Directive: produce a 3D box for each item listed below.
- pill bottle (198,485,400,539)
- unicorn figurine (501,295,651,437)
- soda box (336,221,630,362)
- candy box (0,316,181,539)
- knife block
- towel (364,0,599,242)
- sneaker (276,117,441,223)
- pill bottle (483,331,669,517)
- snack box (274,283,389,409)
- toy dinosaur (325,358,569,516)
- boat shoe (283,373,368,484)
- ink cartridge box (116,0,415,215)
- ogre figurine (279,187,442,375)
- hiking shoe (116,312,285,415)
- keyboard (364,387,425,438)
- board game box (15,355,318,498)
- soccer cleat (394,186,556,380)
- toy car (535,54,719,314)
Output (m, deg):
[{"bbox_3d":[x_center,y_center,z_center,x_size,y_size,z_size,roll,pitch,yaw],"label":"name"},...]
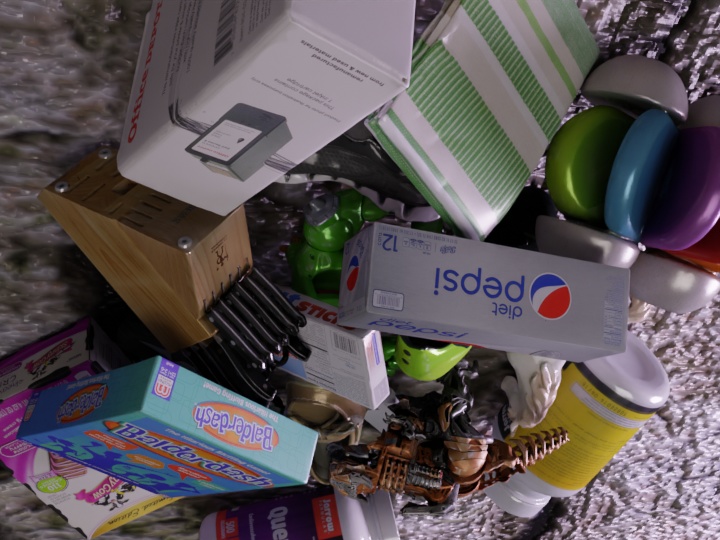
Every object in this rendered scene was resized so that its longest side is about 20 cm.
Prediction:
[{"bbox_3d":[-0.060,0.287,1.013,0.199,0.113,0.113,-14,130,-3],"label":"pill bottle"},{"bbox_3d":[0.166,0.053,0.864,0.200,0.138,0.074,-34,166,30],"label":"unicorn figurine"},{"bbox_3d":[0.088,0.019,0.695,0.199,0.064,0.068,10,166,-18],"label":"soda box"},{"bbox_3d":[-0.247,0.149,0.890,0.136,0.061,0.200,-26,130,7],"label":"candy box"},{"bbox_3d":[-0.134,0.017,0.735,0.200,0.064,0.176,23,138,24],"label":"knife block"},{"bbox_3d":[0.092,-0.132,0.687,0.153,0.023,0.200,46,66,-38],"label":"towel"},{"bbox_3d":[-0.018,-0.100,0.707,0.199,0.067,0.091,17,146,-5],"label":"sneaker"},{"bbox_3d":[0.200,0.149,0.962,0.112,0.112,0.200,19,122,-26],"label":"pill bottle"},{"bbox_3d":[-0.066,0.044,0.772,0.024,0.200,0.072,-42,137,-36],"label":"snack box"},{"bbox_3d":[0.070,0.148,0.823,0.199,0.136,0.102,14,131,-25],"label":"toy dinosaur"},{"bbox_3d":[-0.032,0.143,0.883,0.073,0.063,0.201,10,157,3],"label":"boat shoe"},{"bbox_3d":[-0.059,-0.142,0.593,0.084,0.146,0.200,22,149,-31],"label":"ink cartridge box"},{"bbox_3d":[0.000,0.000,0.805,0.120,0.098,0.200,-2,141,-26],"label":"ogre figurine"},{"bbox_3d":[-0.146,0.114,0.864,0.087,0.074,0.200,-47,125,1],"label":"hiking shoe"},{"bbox_3d":[0.015,0.126,0.919,0.056,0.011,0.200,-2,154,24],"label":"keyboard"},{"bbox_3d":[-0.155,0.130,0.766,0.152,0.045,0.200,32,147,-32],"label":"board game box"},{"bbox_3d":[0.099,0.004,0.793,0.200,0.067,0.081,-51,162,-16],"label":"soccer cleat"},{"bbox_3d":[0.242,-0.060,0.744,0.199,0.150,0.176,19,94,-20],"label":"toy car"}]
